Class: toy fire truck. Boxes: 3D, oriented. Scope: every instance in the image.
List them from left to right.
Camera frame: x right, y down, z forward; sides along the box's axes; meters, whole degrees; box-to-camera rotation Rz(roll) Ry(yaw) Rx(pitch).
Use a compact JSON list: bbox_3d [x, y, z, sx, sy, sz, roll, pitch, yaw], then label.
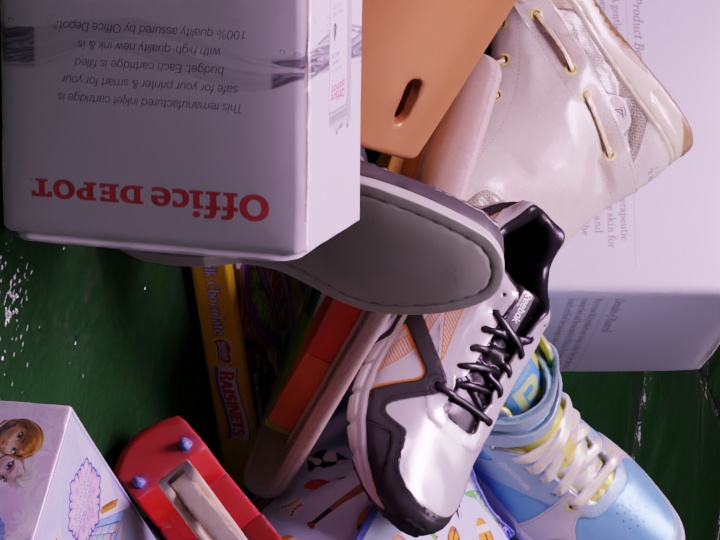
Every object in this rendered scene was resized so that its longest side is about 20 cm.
[{"bbox_3d":[-0.060,0.132,1.239,0.049,0.200,0.141,-38,147,-7],"label":"toy fire truck"}]

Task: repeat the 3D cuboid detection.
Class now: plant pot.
[{"bbox_3d":[-0.015,-0.143,1.312,0.140,0.200,0.200,-70,163,5],"label":"plant pot"}]

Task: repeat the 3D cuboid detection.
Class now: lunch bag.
[{"bbox_3d":[0.002,0.176,1.430,0.200,0.124,0.170,-58,133,-29],"label":"lunch bag"}]

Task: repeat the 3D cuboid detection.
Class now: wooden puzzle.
[{"bbox_3d":[0.000,0.000,1.384,0.200,0.037,0.185,-54,-168,45],"label":"wooden puzzle"}]

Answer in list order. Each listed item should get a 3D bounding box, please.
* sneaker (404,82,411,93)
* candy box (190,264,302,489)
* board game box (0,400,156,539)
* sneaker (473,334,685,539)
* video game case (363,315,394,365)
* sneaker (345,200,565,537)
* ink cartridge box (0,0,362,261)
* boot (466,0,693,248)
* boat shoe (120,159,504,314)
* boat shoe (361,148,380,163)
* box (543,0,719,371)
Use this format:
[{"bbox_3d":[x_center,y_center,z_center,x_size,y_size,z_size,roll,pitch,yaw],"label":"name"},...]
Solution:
[{"bbox_3d":[0.028,-0.192,1.443,0.081,0.074,0.201,50,51,-73],"label":"sneaker"},{"bbox_3d":[-0.060,0.014,1.439,0.102,0.026,0.201,-67,155,-53],"label":"candy box"},{"bbox_3d":[-0.143,0.193,1.194,0.200,0.041,0.201,68,31,-55],"label":"board game box"},{"bbox_3d":[0.104,0.097,1.475,0.080,0.200,0.131,-54,176,-19],"label":"sneaker"},{"bbox_3d":[0.002,0.112,1.619,0.200,0.022,0.183,-34,135,-68],"label":"video game case"},{"bbox_3d":[0.052,0.043,1.370,0.074,0.080,0.201,37,54,-36],"label":"sneaker"},{"bbox_3d":[-0.078,-0.114,1.157,0.083,0.146,0.201,-33,126,-68],"label":"ink cartridge box"},{"bbox_3d":[0.071,-0.098,1.493,0.155,0.200,0.072,-42,-179,-11],"label":"boot"},{"bbox_3d":[-0.023,-0.031,1.255,0.061,0.201,0.072,-61,158,-53],"label":"boat shoe"},{"bbox_3d":[0.001,-0.070,1.556,0.200,0.057,0.067,-56,145,-58],"label":"boat shoe"},{"bbox_3d":[0.141,-0.054,1.630,0.200,0.171,0.200,97,-8,-74],"label":"box"}]
